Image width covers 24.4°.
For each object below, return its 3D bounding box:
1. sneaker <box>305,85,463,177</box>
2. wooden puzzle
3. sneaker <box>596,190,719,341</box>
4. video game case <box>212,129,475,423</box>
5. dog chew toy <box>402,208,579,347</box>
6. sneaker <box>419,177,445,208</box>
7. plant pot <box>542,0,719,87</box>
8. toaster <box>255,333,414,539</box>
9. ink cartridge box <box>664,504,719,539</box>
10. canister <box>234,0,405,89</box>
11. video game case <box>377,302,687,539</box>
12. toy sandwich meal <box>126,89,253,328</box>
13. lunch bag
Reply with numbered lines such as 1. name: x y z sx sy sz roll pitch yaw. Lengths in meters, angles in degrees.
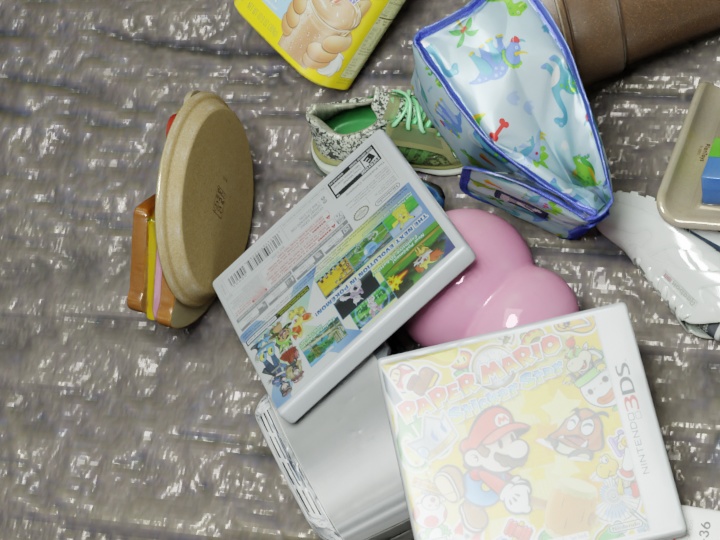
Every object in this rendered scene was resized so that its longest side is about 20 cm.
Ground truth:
1. sneaker: 0.040 -0.130 1.462 0.198 0.089 0.078 -10 65 14
2. wooden puzzle: 0.351 -0.097 1.324 0.198 0.047 0.186 9 43 20
3. sneaker: 0.266 0.004 1.344 0.199 0.076 0.081 30 90 28
4. video game case: -0.019 0.001 1.357 0.200 0.022 0.183 -42 42 8
5. dog chew toy: 0.120 0.040 1.352 0.200 0.125 0.125 40 85 20
6. sneaker: 0.000 0.000 1.441 0.200 0.078 0.090 -41 71 9
7. plant pot: 0.244 -0.271 1.403 0.197 0.201 0.202 -17 64 3
8. toaster: 0.002 0.136 1.353 0.129 0.114 0.201 -33 65 6
9. ink cartridge box: 0.269 0.243 1.242 0.198 0.068 0.117 6 70 21
10. canister: -0.013 -0.284 1.506 0.149 0.086 0.201 46 114 26
11. video game case: 0.127 0.132 1.256 0.198 0.023 0.183 -13 71 2
12. toy sandwich meal: -0.154 -0.056 1.449 0.070 0.205 0.207 5 70 18
13. lunch bag: 0.130 -0.115 1.347 0.127 0.170 0.201 -35 86 -1
